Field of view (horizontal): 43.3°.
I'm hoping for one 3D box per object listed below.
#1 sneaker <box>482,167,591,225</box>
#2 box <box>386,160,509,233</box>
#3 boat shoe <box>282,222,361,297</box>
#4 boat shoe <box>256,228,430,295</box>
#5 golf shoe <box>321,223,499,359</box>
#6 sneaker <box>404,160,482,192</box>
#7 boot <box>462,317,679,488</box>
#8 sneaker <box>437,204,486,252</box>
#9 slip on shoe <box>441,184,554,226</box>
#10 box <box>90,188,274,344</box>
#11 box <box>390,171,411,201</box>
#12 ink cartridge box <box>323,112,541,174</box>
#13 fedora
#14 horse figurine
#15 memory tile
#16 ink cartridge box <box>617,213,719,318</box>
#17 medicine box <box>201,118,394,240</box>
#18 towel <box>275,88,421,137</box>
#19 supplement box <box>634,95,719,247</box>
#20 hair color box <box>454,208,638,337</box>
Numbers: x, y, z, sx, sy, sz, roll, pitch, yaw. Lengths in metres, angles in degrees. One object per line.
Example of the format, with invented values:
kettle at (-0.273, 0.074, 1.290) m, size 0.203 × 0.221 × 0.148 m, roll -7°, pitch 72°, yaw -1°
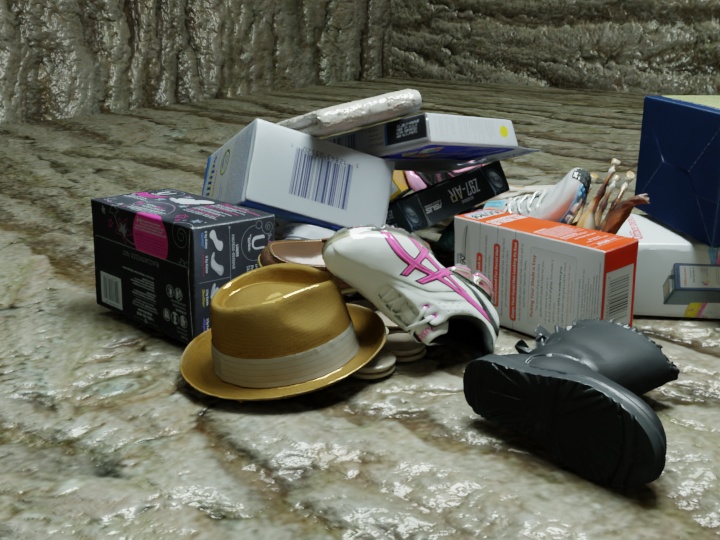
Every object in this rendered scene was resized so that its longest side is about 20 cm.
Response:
sneaker at (0.184, -0.057, 1.030) m, size 0.086 × 0.200 × 0.075 m, roll 37°, pitch 51°, yaw 2°
box at (0.075, -0.082, 1.212) m, size 0.160 × 0.044 × 0.200 m, roll -25°, pitch 5°, yaw -37°
boat shoe at (0.000, 0.000, 1.071) m, size 0.199 × 0.068 × 0.072 m, roll 14°, pitch -16°, yaw -23°
boat shoe at (-0.013, -0.014, 0.973) m, size 0.199 × 0.068 × 0.072 m, roll 5°, pitch 35°, yaw -28°
golf shoe at (0.054, 0.022, 0.863) m, size 0.199 × 0.073 × 0.092 m, roll 23°, pitch 38°, yaw -23°
sneaker at (0.162, -0.138, 1.362) m, size 0.199 × 0.095 × 0.079 m, roll 16°, pitch 41°, yaw -38°
boot at (0.199, 0.097, 0.741) m, size 0.162 × 0.074 × 0.198 m, roll -11°, pitch 19°, yaw -37°
sneaker at (0.161, -0.035, 1.211) m, size 0.087 × 0.075 × 0.200 m, roll 40°, pitch 1°, yaw -4°
slip on shoe at (0.214, -0.083, 1.326) m, size 0.199 × 0.076 × 0.061 m, roll 0°, pitch 39°, yaw -2°
box at (-0.197, -0.009, 1.009) m, size 0.114 × 0.133 × 0.199 m, roll -14°, pitch 21°, yaw -43°
box at (0.047, -0.126, 1.418) m, size 0.119 × 0.042 × 0.200 m, roll -35°, pitch 3°, yaw 28°
ink cartridge box at (0.089, -0.159, 1.150) m, size 0.199 × 0.047 × 0.197 m, roll -5°, pitch -1°, yaw -40°
fedora at (-0.077, 0.047, 0.858) m, size 0.199 × 0.082 × 0.201 m, roll -7°, pitch 24°, yaw 3°
horse figurine at (0.257, -0.049, 0.998) m, size 0.050 × 0.133 × 0.200 m, roll 23°, pitch 1°, yaw 2°
memory tile at (0.021, 0.063, 0.951) m, size 0.153 × 0.017 × 0.199 m, roll 13°, pitch 23°, yaw 40°
ink cartridge box at (0.382, -0.008, 1.025) m, size 0.199 × 0.088 × 0.145 m, roll 3°, pitch 17°, yaw 9°
medicine box at (-0.086, -0.092, 1.126) m, size 0.181 × 0.104 × 0.200 m, roll 14°, pitch -13°, yaw -24°
towel at (-0.021, -0.185, 1.113) m, size 0.132 × 0.035 × 0.200 m, roll -17°, pitch 10°, yaw -18°
supplement box at (0.437, -0.114, 0.990) m, size 0.198 × 0.135 × 0.200 m, roll -1°, pitch 17°, yaw -7°
hair color box at (0.188, 0.007, 0.955) m, size 0.064 × 0.112 × 0.199 m, roll -15°, pitch 22°, yaw -39°
